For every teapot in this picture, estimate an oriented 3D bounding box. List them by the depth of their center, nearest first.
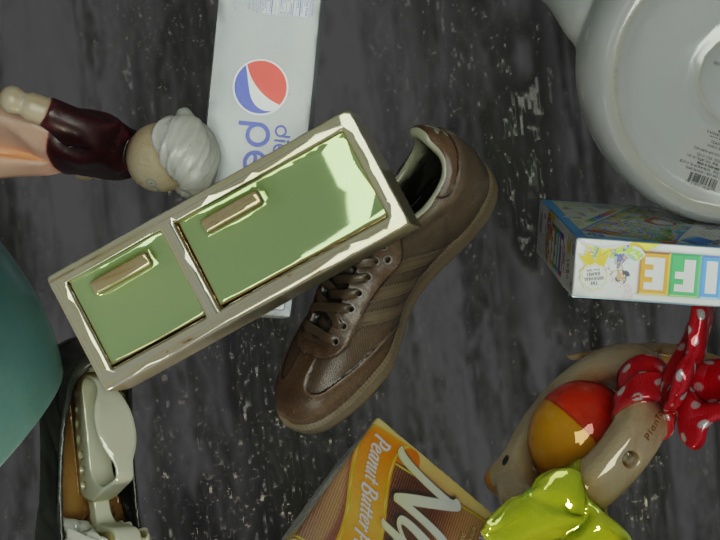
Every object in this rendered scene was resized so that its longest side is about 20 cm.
[{"bbox_3d":[0.218,-0.127,1.629,0.197,0.146,0.201,-25,105,4],"label":"teapot"}]

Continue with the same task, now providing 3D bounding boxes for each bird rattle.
[{"bbox_3d":[0.139,0.093,1.614,0.112,0.163,0.201,32,88,-24],"label":"bird rattle"}]

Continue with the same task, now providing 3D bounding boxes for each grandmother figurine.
[{"bbox_3d":[-0.175,-0.074,1.623,0.199,0.121,0.061,7,85,19],"label":"grandmother figurine"}]

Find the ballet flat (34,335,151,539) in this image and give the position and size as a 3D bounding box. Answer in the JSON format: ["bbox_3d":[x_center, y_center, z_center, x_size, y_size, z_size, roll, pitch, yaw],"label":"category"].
[{"bbox_3d":[-0.160,0.139,1.641,0.068,0.068,0.201,-6,91,-32],"label":"ballet flat"}]

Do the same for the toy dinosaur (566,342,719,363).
[{"bbox_3d":[0.237,0.076,1.670,0.200,0.060,0.106,40,90,-1],"label":"toy dinosaur"}]

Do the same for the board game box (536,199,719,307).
[{"bbox_3d":[0.178,-0.010,1.597,0.134,0.200,0.034,4,97,-2],"label":"board game box"}]

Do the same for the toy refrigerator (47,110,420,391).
[{"bbox_3d":[-0.072,-0.010,1.581,0.199,0.070,0.076,-28,86,6],"label":"toy refrigerator"}]

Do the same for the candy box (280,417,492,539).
[{"bbox_3d":[0.001,0.191,1.601,0.115,0.055,0.200,40,43,-2],"label":"candy box"}]

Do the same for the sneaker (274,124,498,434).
[{"bbox_3d":[0.000,0.000,1.644,0.200,0.070,0.076,-56,135,-10],"label":"sneaker"}]

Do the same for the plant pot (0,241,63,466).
[{"bbox_3d":[-0.269,0.050,1.587,0.161,0.201,0.201,43,88,-14],"label":"plant pot"}]

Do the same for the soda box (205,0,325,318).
[{"bbox_3d":[-0.061,-0.073,1.654,0.063,0.068,0.201,5,89,0],"label":"soda box"}]
